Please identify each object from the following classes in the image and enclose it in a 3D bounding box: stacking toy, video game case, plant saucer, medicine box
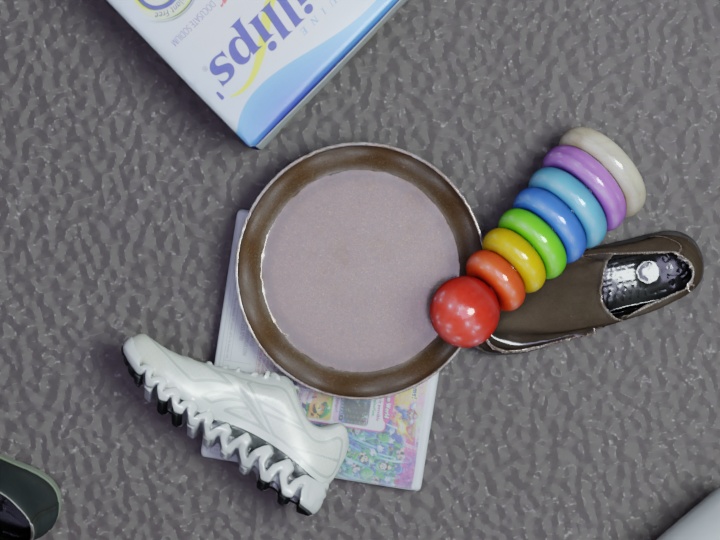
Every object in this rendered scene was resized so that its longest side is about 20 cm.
[{"bbox_3d":[0.127,-0.019,1.549,0.200,0.085,0.085,-43,92,-17],"label":"stacking toy"},{"bbox_3d":[-0.025,0.064,1.613,0.180,0.024,0.202,9,92,0],"label":"video game case"},{"bbox_3d":[0.000,0.000,1.584,0.198,0.032,0.202,0,91,0],"label":"plant saucer"},{"bbox_3d":[-0.087,-0.227,1.560,0.182,0.103,0.200,-45,91,2],"label":"medicine box"}]

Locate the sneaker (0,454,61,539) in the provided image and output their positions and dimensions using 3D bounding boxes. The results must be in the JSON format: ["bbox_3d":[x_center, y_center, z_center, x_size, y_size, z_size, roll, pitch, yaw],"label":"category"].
[{"bbox_3d":[-0.337,0.166,1.578,0.198,0.106,0.076,14,93,0],"label":"sneaker"}]

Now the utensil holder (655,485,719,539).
[{"bbox_3d":[0.265,0.286,1.553,0.200,0.170,0.170,-42,92,-1],"label":"utensil holder"}]

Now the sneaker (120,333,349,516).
[{"bbox_3d":[-0.098,0.106,1.574,0.199,0.075,0.081,36,78,-3],"label":"sneaker"}]

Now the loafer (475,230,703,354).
[{"bbox_3d":[0.177,0.014,1.585,0.198,0.071,0.074,-20,92,1],"label":"loafer"}]
